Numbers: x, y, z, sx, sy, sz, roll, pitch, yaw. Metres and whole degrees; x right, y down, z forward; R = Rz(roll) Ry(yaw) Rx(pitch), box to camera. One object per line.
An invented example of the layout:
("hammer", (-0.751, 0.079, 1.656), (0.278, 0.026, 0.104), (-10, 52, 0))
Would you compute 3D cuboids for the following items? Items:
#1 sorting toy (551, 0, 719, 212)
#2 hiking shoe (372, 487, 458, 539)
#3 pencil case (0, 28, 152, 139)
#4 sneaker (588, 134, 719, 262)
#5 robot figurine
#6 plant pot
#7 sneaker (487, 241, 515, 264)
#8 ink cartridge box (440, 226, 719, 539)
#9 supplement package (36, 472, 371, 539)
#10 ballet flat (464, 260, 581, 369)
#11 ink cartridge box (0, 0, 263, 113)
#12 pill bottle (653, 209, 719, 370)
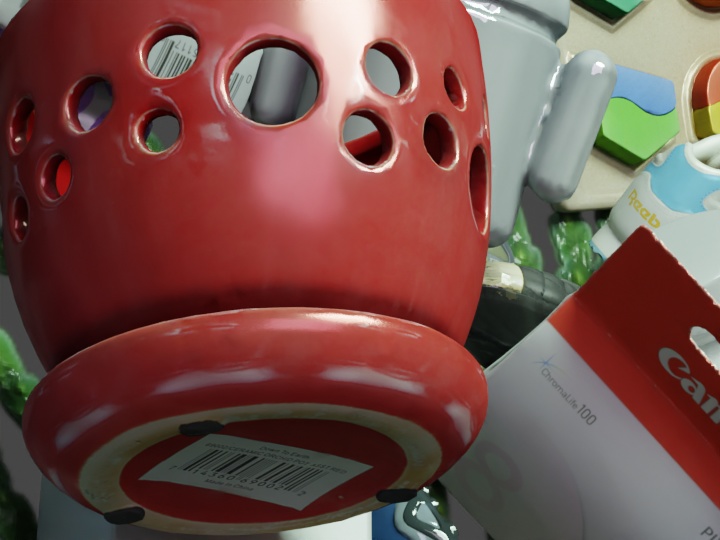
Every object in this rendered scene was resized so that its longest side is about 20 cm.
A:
("sorting toy", (0.175, -0.131, 1.315), (0.199, 0.036, 0.187), (-5, 84, -34))
("hiking shoe", (0.009, 0.159, 1.043), (0.086, 0.075, 0.200), (-16, 49, -23))
("pencil case", (-0.194, -0.099, 1.112), (0.200, 0.084, 0.086), (39, 86, 1))
("sneaker", (0.201, -0.025, 1.243), (0.076, 0.081, 0.200), (44, 22, 22))
("robot figurine", (0.032, -0.085, 1.084), (0.168, 0.113, 0.201), (14, 88, 10))
("plant pot", (-0.041, -0.006, 0.904), (0.199, 0.200, 0.184), (6, 61, -25))
("sneaker", (0.000, 0.000, 1.160), (0.199, 0.074, 0.081), (-5, 67, -29))
("ink cartridge box", (0.126, 0.092, 1.074), (0.057, 0.200, 0.163), (-39, 83, -29))
("supplement package", (-0.071, 0.131, 1.007), (0.120, 0.120, 0.201), (14, 55, -20))
("ballet flat", (0.108, 0.028, 1.183), (0.199, 0.066, 0.057), (21, 52, -44))
("ink cartridge box", (-0.162, -0.141, 1.097), (0.199, 0.057, 0.162), (26, 3, 41))
("pill bottle", (0.192, 0.075, 1.138), (0.112, 0.112, 0.201), (-46, 119, -39))
